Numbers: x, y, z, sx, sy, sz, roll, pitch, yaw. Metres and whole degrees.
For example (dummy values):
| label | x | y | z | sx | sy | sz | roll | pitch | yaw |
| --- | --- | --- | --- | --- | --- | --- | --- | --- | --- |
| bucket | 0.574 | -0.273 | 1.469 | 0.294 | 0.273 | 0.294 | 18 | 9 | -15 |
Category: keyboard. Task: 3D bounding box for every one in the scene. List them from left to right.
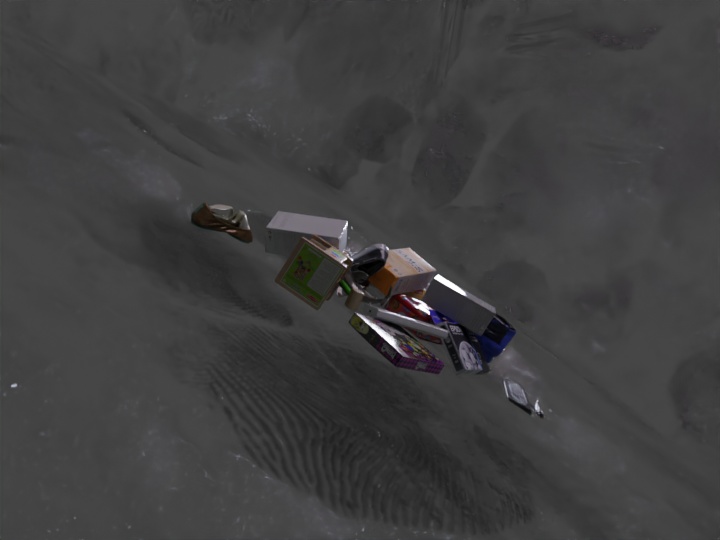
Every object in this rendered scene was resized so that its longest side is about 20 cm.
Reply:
| label | x | y | z | sx | sy | sz | roll | pitch | yaw |
| --- | --- | --- | --- | --- | --- | --- | --- | --- | --- |
| keyboard | 0.485 | 0.380 | 1.801 | 0.127 | 0.021 | 0.200 | 34 | 11 | 4 |

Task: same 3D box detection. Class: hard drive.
| label | x | y | z | sx | sy | sz | roll | pitch | yaw |
| --- | --- | --- | --- | --- | --- | --- | --- | --- | --- |
| hard drive | 0.116 | 0.133 | 1.601 | 0.199 | 0.026 | 0.132 | 19 | -2 | -15 |

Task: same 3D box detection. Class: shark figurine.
| label | x | y | z | sx | sy | sz | roll | pitch | yaw |
| --- | --- | --- | --- | --- | --- | --- | --- | --- | --- |
| shark figurine | -0.015 | 0.057 | 1.643 | 0.214 | 0.128 | 0.089 | 39 | 44 | 24 |

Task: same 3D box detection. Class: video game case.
| label | x | y | z | sx | sy | sz | roll | pitch | yaw |
| --- | --- | --- | --- | --- | --- | --- | --- | --- | --- |
| video game case | 0.089 | 0.179 | 1.485 | 0.181 | 0.036 | 0.200 | 40 | 12 | 38 |

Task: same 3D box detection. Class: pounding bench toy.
| label | x | y | z | sx | sy | sz | roll | pitch | yaw |
| --- | --- | --- | --- | --- | --- | --- | --- | --- | --- |
| pounding bench toy | -0.076 | 0.020 | 1.477 | 0.200 | 0.124 | 0.156 | 34 | 10 | 3 |

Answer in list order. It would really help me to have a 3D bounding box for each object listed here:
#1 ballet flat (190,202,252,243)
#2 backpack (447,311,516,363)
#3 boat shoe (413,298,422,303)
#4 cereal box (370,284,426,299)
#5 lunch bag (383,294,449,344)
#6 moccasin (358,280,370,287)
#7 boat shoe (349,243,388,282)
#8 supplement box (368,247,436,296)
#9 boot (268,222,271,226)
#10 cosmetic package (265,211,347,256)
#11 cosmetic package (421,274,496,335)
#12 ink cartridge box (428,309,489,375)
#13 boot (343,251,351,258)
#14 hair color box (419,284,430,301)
| label | x | y | z | sx | sy | sz | roll | pitch | yaw |
| --- | --- | --- | --- | --- | --- | --- | --- | --- | --- |
| ballet flat | -0.329 | -0.123 | 1.516 | 0.200 | 0.072 | 0.068 | 21 | 16 | -50 |
| backpack | 0.360 | 0.183 | 1.895 | 0.200 | 0.168 | 0.163 | 38 | -5 | 11 |
| boat shoe | 0.190 | 0.128 | 1.941 | 0.200 | 0.069 | 0.057 | 30 | 1 | -20 |
| cereal box | 0.102 | 0.046 | 1.921 | 0.143 | 0.040 | 0.200 | 13 | 3 | -21 |
| lunch bag | 0.164 | 0.137 | 1.807 | 0.176 | 0.082 | 0.200 | 37 | 9 | 40 |
| moccasin | 0.018 | 0.009 | 1.851 | 0.074 | 0.078 | 0.201 | 55 | 25 | -8 |
| boat shoe | 0.000 | 0.000 | 1.707 | 0.072 | 0.200 | 0.068 | 37 | 40 | -31 |
| supplement box | 0.112 | 0.001 | 1.800 | 0.126 | 0.074 | 0.200 | 42 | 31 | 29 |
| boot | -0.192 | -0.105 | 1.795 | 0.097 | 0.075 | 0.200 | 12 | -10 | 18 |
| cosmetic package | -0.141 | -0.090 | 1.621 | 0.199 | 0.081 | 0.113 | 11 | 31 | 8 |
| cosmetic package | 0.282 | 0.098 | 1.758 | 0.200 | 0.090 | 0.107 | 33 | 11 | 6 |
| ink cartridge box | 0.282 | 0.199 | 1.729 | 0.198 | 0.043 | 0.200 | 15 | 48 | -58 |
| boot | -0.067 | -0.031 | 1.896 | 0.155 | 0.074 | 0.200 | 36 | 14 | -20 |
| hair color box | 0.129 | 0.034 | 2.094 | 0.200 | 0.100 | 0.061 | 31 | 10 | -15 |
